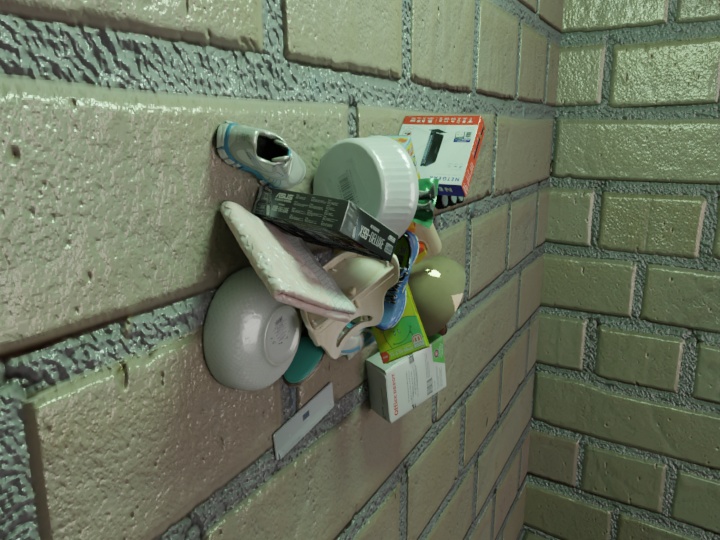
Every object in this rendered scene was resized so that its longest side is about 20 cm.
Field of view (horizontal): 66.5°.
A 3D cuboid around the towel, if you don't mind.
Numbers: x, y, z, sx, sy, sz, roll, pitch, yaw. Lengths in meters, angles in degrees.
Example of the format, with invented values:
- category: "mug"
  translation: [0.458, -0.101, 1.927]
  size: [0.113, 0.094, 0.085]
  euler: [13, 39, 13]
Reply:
- category: "towel"
  translation: [-0.110, -0.012, 0.842]
  size: [0.032, 0.201, 0.189]
  euler: [-48, 144, 12]

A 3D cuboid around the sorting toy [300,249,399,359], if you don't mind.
- category: "sorting toy"
  translation: [-0.023, 0.072, 0.995]
  size: [0.198, 0.106, 0.183]
  euler: [-37, 138, -20]

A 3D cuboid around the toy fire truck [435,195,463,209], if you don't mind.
- category: "toy fire truck"
  translation: [0.202, -0.266, 1.419]
  size: [0.174, 0.125, 0.207]
  euler: [-22, 104, -56]

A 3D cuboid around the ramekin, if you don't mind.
- category: "ramekin"
  translation: [0.002, -0.145, 1.010]
  size: [0.096, 0.196, 0.208]
  euler: [-10, 106, -50]

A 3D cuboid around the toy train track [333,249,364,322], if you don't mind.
- category: "toy train track"
  translation: [0.000, 0.000, 1.105]
  size: [0.032, 0.111, 0.208]
  euler: [5, 87, -64]

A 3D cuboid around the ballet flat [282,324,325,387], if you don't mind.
- category: "ballet flat"
  translation: [-0.089, 0.137, 1.045]
  size: [0.068, 0.066, 0.203]
  euler: [101, 15, -61]

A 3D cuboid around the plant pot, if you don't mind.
- category: "plant pot"
  translation: [0.141, 0.039, 1.331]
  size: [0.132, 0.199, 0.206]
  euler: [29, 68, -21]

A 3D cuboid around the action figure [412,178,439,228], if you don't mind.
- category: "action figure"
  translation: [0.051, -0.144, 1.088]
  size: [0.055, 0.193, 0.121]
  euler: [68, 32, -51]

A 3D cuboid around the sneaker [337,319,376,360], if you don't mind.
- category: "sneaker"
  translation: [-0.017, 0.142, 1.171]
  size: [0.082, 0.076, 0.199]
  euler: [-57, 156, 7]

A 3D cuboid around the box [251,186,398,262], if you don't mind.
- category: "box"
  translation: [-0.057, -0.076, 0.901]
  size: [0.156, 0.196, 0.051]
  euler: [27, 80, -53]

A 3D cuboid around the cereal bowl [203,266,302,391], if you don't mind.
- category: "cereal bowl"
  translation: [-0.157, 0.099, 0.894]
  size: [0.198, 0.081, 0.208]
  euler: [-24, 118, -56]

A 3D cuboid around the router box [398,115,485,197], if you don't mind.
- category: "router box"
  translation: [0.172, -0.268, 1.269]
  size: [0.049, 0.194, 0.185]
  euler: [45, 59, -54]

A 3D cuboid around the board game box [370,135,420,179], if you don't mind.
- category: "board game box"
  translation: [0.069, -0.179, 1.204]
  size: [0.104, 0.102, 0.204]
  euler: [-57, 141, -36]

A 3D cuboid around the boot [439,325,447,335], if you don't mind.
- category: "boot"
  translation: [0.163, 0.184, 1.493]
  size: [0.188, 0.063, 0.203]
  euler: [56, 45, -33]

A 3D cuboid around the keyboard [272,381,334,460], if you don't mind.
- category: "keyboard"
  translation: [-0.109, 0.296, 1.098]
  size: [0.199, 0.010, 0.058]
  euler: [-34, 121, -53]

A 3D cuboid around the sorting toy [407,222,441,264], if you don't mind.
- category: "sorting toy"
  translation: [0.070, -0.051, 1.179]
  size: [0.186, 0.195, 0.037]
  euler: [55, 11, -49]

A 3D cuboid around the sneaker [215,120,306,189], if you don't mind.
- category: "sneaker"
  translation: [-0.134, -0.175, 0.867]
  size: [0.198, 0.084, 0.078]
  euler: [11, 86, -62]

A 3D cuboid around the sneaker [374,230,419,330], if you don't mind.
- category: "sneaker"
  translation: [0.060, 0.016, 1.085]
  size: [0.089, 0.076, 0.207]
  euler: [23, 81, -75]

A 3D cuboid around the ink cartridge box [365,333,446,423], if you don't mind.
- category: "ink cartridge box"
  translation: [0.113, 0.252, 1.345]
  size: [0.196, 0.083, 0.151]
  euler: [-23, 118, -33]

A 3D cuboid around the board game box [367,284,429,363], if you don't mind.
- category: "board game box"
  translation: [0.063, 0.078, 1.147]
  size: [0.048, 0.099, 0.206]
  euler: [26, 44, -73]
